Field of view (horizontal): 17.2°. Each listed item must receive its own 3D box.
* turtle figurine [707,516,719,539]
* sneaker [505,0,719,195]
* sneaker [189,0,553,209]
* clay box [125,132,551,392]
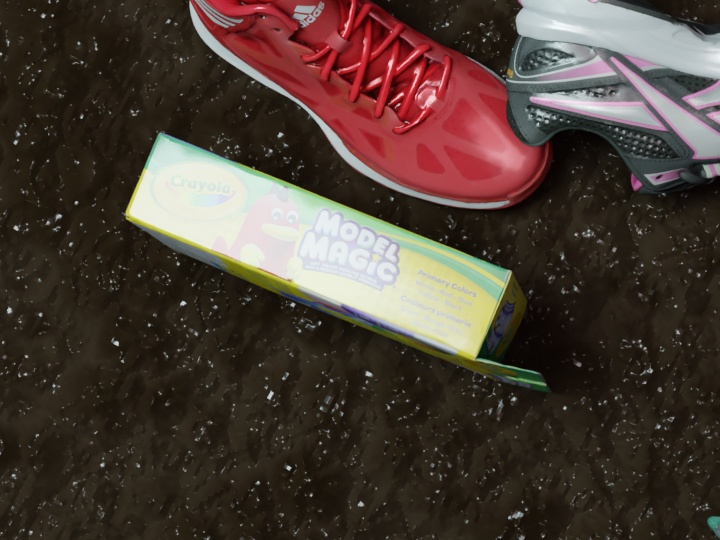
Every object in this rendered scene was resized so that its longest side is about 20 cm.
[{"bbox_3d":[0.261,0.078,1.071,0.150,0.101,0.200,44,97,10],"label":"turtle figurine"},{"bbox_3d":[0.159,-0.073,1.110,0.200,0.080,0.086,17,103,1],"label":"sneaker"},{"bbox_3d":[-0.005,-0.096,1.114,0.200,0.116,0.078,27,88,10],"label":"sneaker"},{"bbox_3d":[0.000,0.000,1.103,0.200,0.115,0.048,21,86,9],"label":"clay box"}]
